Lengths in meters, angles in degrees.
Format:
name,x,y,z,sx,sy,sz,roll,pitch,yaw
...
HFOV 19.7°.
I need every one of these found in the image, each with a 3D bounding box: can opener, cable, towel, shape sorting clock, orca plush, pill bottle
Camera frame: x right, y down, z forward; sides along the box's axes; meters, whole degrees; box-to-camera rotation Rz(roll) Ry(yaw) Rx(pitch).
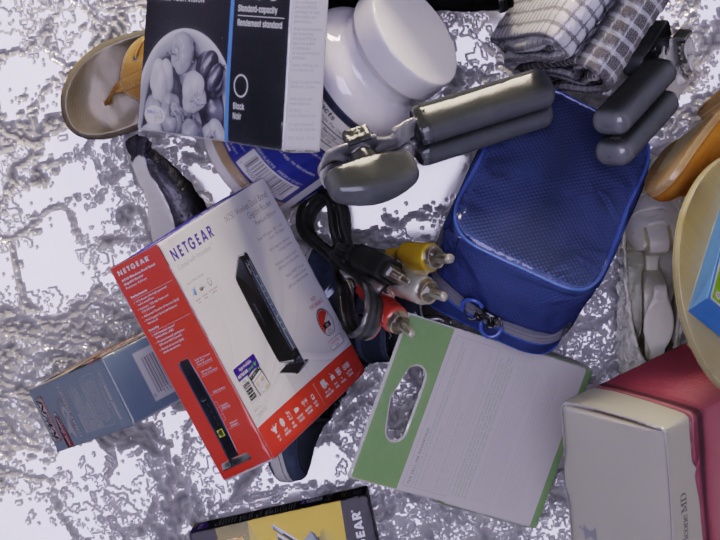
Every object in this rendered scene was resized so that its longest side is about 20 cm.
name,x,y,z,sx,sy,sz,roll,pitch,yaw
can opener,0.060,-0.097,1.594,0.198,0.053,0.067,-22,61,-13
can opener,0.228,-0.144,1.675,0.066,0.200,0.053,2,119,26
cable,0.000,0.000,1.672,0.050,0.200,0.098,29,91,-32
towel,0.193,-0.224,1.657,0.085,0.200,0.166,33,87,-11
shape sorting clock,0.309,0.007,1.612,0.199,0.039,0.202,10,75,-41
orca plush,-0.142,-0.025,1.754,0.105,0.071,0.201,-29,87,47
pill bottle,-0.025,-0.140,1.667,0.199,0.116,0.116,-33,92,34

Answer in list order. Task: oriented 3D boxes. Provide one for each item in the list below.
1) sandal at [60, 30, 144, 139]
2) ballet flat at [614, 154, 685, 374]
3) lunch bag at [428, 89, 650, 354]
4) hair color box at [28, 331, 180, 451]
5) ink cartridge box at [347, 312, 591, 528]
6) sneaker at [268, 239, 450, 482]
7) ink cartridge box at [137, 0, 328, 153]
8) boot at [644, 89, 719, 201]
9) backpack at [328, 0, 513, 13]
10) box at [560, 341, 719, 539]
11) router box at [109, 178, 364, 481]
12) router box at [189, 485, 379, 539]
name,x,y,z,sx,sy,sz,roll,pitch,yaw
sandal,-0.160,-0.169,1.738,0.198,0.054,0.081,-16,92,2
ballet flat,0.249,0.000,1.735,0.071,0.072,0.202,-1,92,1
lunch bag,0.138,-0.030,1.678,0.135,0.133,0.201,27,60,3
hair color box,-0.187,0.089,1.668,0.099,0.200,0.061,-28,92,-27
ink cartridge box,0.084,0.121,1.707,0.199,0.048,0.147,18,94,-30
sneaker,-0.002,0.085,1.722,0.145,0.077,0.204,8,93,17
ink cartridge box,-0.099,-0.200,1.616,0.043,0.197,0.202,1,97,-40
boot,0.314,-0.062,1.673,0.071,0.201,0.144,-37,94,36
backpack,0.018,-0.286,1.671,0.198,0.178,0.152,-6,68,9
box,0.267,0.142,1.658,0.199,0.108,0.129,-22,113,-40
router box,-0.090,0.041,1.589,0.049,0.200,0.181,-25,97,26
router box,-0.048,0.299,1.760,0.156,0.052,0.202,-13,92,2
